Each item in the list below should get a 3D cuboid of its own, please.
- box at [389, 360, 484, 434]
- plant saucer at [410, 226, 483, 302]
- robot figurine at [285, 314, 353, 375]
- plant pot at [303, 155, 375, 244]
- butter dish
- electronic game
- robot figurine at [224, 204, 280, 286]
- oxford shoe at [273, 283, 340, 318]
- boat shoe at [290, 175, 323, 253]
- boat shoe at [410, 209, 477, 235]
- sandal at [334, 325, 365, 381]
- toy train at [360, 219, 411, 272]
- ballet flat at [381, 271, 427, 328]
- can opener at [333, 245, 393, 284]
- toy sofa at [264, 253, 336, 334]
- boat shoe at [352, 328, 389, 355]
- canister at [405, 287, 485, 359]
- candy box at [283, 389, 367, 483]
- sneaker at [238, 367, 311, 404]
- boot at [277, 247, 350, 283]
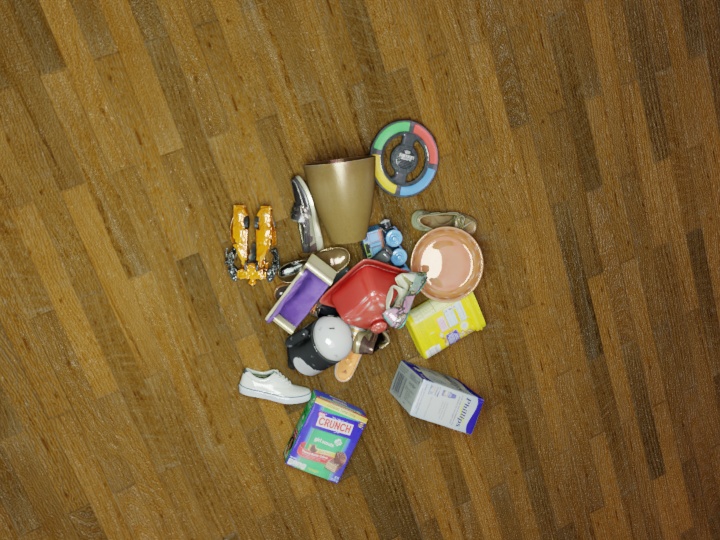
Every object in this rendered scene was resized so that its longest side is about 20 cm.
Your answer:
[{"bbox_3d":[0.207,0.348,1.701,0.197,0.184,0.107,22,92,-18],"label":"box"},{"bbox_3d":[0.232,-0.016,1.663,0.195,0.037,0.205,0,95,3],"label":"plant saucer"},{"bbox_3d":[-0.108,0.193,1.589,0.199,0.150,0.126,-32,91,36],"label":"robot figurine"},{"bbox_3d":[-0.040,-0.176,1.544,0.182,0.186,0.205,-11,104,-12],"label":"plant pot"},{"bbox_3d":[0.030,0.088,1.550,0.198,0.150,0.199,17,133,-42],"label":"butter dish"},{"bbox_3d":[0.117,-0.297,1.638,0.195,0.042,0.205,-2,100,-14],"label":"electronic game"},{"bbox_3d":[-0.271,-0.063,1.558,0.141,0.058,0.205,3,99,1],"label":"robot figurine"},{"bbox_3d":[-0.133,0.084,1.621,0.196,0.073,0.073,15,98,-16],"label":"oxford shoe"},{"bbox_3d":[-0.148,-0.141,1.581,0.064,0.072,0.204,-21,110,-15],"label":"boat shoe"},{"bbox_3d":[0.236,-0.124,1.688,0.195,0.063,0.075,3,98,-16],"label":"boat shoe"},{"bbox_3d":[-0.014,0.213,1.682,0.078,0.059,0.211,14,95,-17],"label":"sandal"},{"bbox_3d":[0.067,-0.033,1.652,0.112,0.087,0.204,-17,106,-2],"label":"toy train"},{"bbox_3d":[0.106,0.053,1.492,0.071,0.069,0.201,42,48,-10],"label":"ballet flat"},{"bbox_3d":[0.000,0.000,1.602,0.199,0.053,0.067,-35,102,29],"label":"can opener"},{"bbox_3d":[-0.149,0.067,1.524,0.082,0.098,0.201,36,118,-7],"label":"toy sofa"},{"bbox_3d":[0.045,0.184,1.626,0.071,0.199,0.074,12,99,20],"label":"boat shoe"},{"bbox_3d":[0.233,0.138,1.722,0.197,0.087,0.151,-28,105,-7],"label":"canister"},{"bbox_3d":[-0.096,0.457,1.694,0.167,0.077,0.203,25,91,-17],"label":"candy box"},{"bbox_3d":[-0.223,0.305,1.635,0.196,0.073,0.072,11,102,-16],"label":"sneaker"},{"bbox_3d":[-0.120,-0.011,1.587,0.196,0.075,0.075,-17,84,-2],"label":"boot"}]
